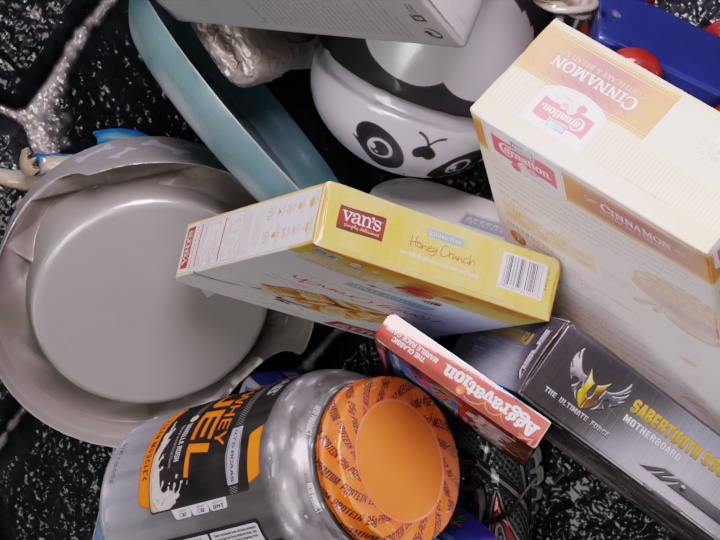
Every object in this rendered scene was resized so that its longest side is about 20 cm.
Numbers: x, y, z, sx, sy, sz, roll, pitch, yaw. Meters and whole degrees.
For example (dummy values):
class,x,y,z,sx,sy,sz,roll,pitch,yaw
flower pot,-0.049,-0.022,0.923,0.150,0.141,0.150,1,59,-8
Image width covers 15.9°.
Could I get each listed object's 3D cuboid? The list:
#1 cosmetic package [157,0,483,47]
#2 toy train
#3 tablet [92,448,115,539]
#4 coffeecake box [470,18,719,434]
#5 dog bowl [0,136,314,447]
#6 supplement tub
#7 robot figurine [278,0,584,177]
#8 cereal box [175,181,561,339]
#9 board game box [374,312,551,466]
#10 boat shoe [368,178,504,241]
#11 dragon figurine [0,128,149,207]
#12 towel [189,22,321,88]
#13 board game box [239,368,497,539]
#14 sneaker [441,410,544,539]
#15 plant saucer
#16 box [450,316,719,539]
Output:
class,x,y,z,sx,sy,sz,roll,pitch,yaw
cosmetic package,-0.023,-0.183,1.361,0.199,0.074,0.102,8,68,34
toy train,0.122,-0.104,1.420,0.199,0.085,0.116,23,131,-19
tablet,-0.128,0.168,1.652,0.130,0.014,0.201,34,118,44
coffeecake box,0.150,-0.017,1.347,0.153,0.200,0.073,34,71,28
dog bowl,-0.127,0.009,1.541,0.199,0.059,0.201,-6,122,-9
supplement tub,-0.046,0.126,1.474,0.200,0.122,0.123,-19,95,42
robot figurine,0.047,-0.150,1.454,0.150,0.125,0.201,30,114,21
cereal box,0.000,0.000,1.407,0.200,0.143,0.040,-14,61,65
board game box,0.056,0.069,1.431,0.103,0.200,0.019,33,85,6
boat shoe,0.088,0.011,1.514,0.199,0.072,0.069,18,126,16
dragon figurine,-0.162,-0.055,1.613,0.200,0.099,0.059,17,113,41
towel,-0.095,-0.197,1.504,0.034,0.132,0.200,-33,88,24
board game box,-0.014,0.168,1.567,0.200,0.045,0.135,37,119,40
sneaker,0.072,0.159,1.554,0.080,0.075,0.201,-10,98,27
plant saucer,-0.071,-0.088,1.484,0.027,0.200,0.200,-40,85,8
box,0.154,0.096,1.419,0.200,0.158,0.048,37,86,-12
